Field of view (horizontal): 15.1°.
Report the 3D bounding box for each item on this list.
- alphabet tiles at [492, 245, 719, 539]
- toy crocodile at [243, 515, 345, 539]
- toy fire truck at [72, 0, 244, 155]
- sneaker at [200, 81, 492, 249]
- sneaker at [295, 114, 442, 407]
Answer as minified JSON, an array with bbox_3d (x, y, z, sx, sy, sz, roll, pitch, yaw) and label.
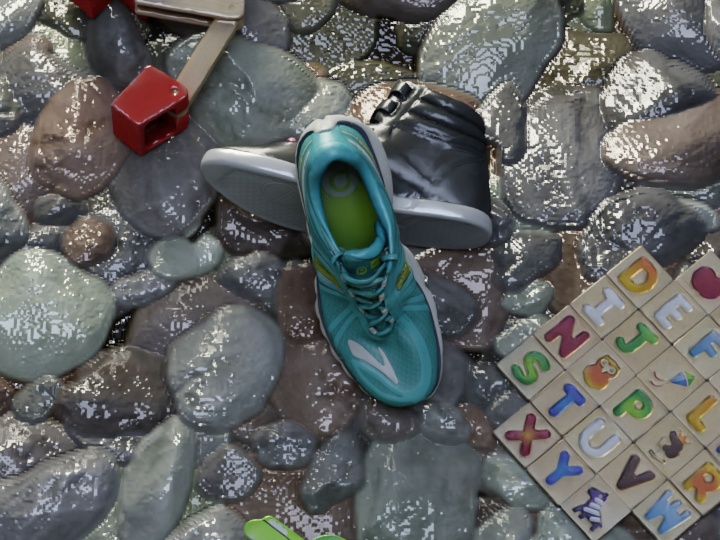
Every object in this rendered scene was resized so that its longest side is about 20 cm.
[{"bbox_3d":[0.193,0.081,1.794,0.200,0.006,0.167,-38,72,-15],"label":"alphabet tiles"},{"bbox_3d":[0.003,0.224,1.698,0.200,0.068,0.062,37,72,14],"label":"toy crocodile"},{"bbox_3d":[-0.129,-0.193,1.884,0.141,0.049,0.200,40,71,14],"label":"toy fire truck"},{"bbox_3d":[-0.005,-0.080,1.830,0.198,0.071,0.100,10,65,-2],"label":"sneaker"},{"bbox_3d":[0.000,0.000,1.753,0.077,0.080,0.201,-18,105,3],"label":"sneaker"}]
